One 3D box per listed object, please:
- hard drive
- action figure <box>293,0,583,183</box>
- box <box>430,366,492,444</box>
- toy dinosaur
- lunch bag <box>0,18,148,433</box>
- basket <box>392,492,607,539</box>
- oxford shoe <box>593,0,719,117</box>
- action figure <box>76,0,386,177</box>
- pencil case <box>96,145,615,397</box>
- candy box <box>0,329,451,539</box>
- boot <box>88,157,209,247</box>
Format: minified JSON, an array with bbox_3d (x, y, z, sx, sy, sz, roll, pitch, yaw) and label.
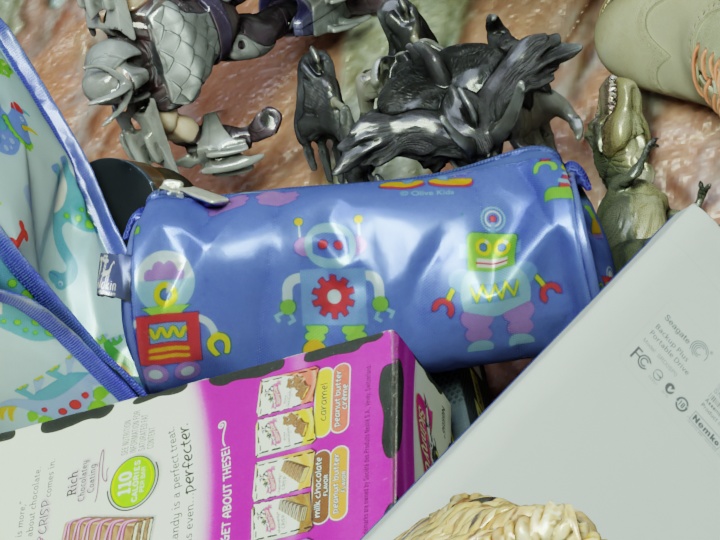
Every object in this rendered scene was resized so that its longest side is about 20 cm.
[{"bbox_3d":[0.097,0.089,0.874,0.200,0.132,0.025,-44,4,-25],"label":"hard drive"},{"bbox_3d":[0.036,-0.058,1.069,0.118,0.102,0.200,-32,19,-6],"label":"action figure"},{"bbox_3d":[-0.017,0.106,1.000,0.157,0.051,0.201,-24,44,13],"label":"box"},{"bbox_3d":[0.124,-0.002,1.016,0.088,0.047,0.201,-22,42,36],"label":"toy dinosaur"},{"bbox_3d":[-0.187,0.019,1.042,0.170,0.201,0.127,-31,3,25],"label":"lunch bag"},{"bbox_3d":[0.057,0.180,0.747,0.143,0.200,0.149,-40,4,-9],"label":"basket"},{"bbox_3d":[0.161,-0.092,1.032,0.074,0.071,0.199,-38,25,-31],"label":"oxford shoe"},{"bbox_3d":[-0.061,-0.119,1.154,0.069,0.131,0.200,15,35,34],"label":"action figure"},{"bbox_3d":[0.000,0.000,0.974,0.199,0.087,0.078,-6,11,3],"label":"pencil case"},{"bbox_3d":[-0.065,0.114,0.939,0.199,0.061,0.137,-14,50,20],"label":"candy box"},{"bbox_3d":[-0.127,0.039,1.128,0.075,0.097,0.200,42,107,20],"label":"boot"}]
